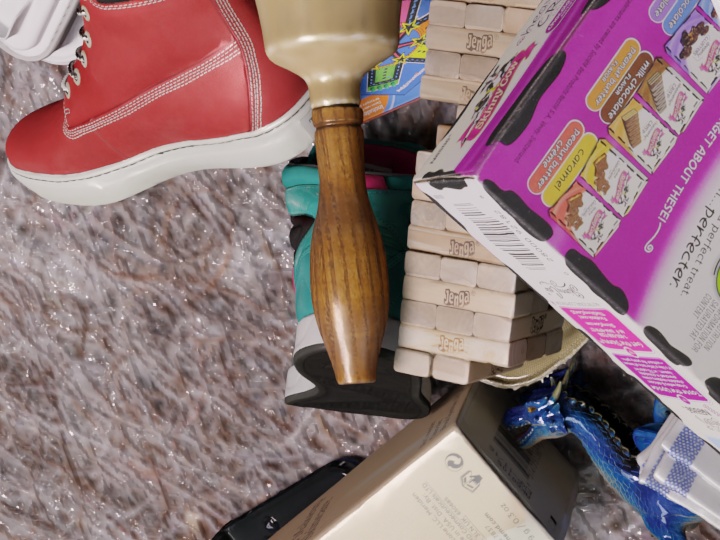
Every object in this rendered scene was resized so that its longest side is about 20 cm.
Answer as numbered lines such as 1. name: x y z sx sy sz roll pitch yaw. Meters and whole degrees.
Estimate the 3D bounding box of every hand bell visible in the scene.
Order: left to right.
1. hand bell: -0.010 -0.055 0.770 0.103 0.104 0.202 -5 86 32

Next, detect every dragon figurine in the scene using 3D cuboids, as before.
1. dragon figurine: 0.159 0.082 0.860 0.199 0.059 0.100 -7 114 35

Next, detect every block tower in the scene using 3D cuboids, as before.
1. block tower: 0.058 -0.057 0.773 0.054 0.058 0.202 10 100 29

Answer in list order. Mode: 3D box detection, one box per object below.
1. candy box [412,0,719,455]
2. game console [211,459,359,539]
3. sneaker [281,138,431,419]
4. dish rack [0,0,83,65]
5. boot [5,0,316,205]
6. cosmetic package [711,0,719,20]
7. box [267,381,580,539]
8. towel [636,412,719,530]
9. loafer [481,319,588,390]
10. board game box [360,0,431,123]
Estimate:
1. candy box: 0.137 -0.025 0.727 0.200 0.137 0.061 41 167 -17
2. game console: -0.021 0.233 1.016 0.170 0.118 0.200 -34 98 39
3. sneaker: 0.000 0.000 0.887 0.083 0.122 0.200 7 166 -1
4. dish rack: -0.194 -0.203 0.908 0.200 0.044 0.172 40 130 5
5. boot: -0.121 -0.108 0.873 0.199 0.073 0.145 -10 130 40
6. cosmetic package: 0.203 -0.123 0.622 0.122 0.200 0.201 -17 108 33
7. box: 0.006 0.147 0.927 0.200 0.095 0.078 -41 94 18
8. towel: 0.232 0.083 0.784 0.199 0.147 0.024 35 168 6
9. loafer: 0.091 -0.013 0.838 0.076 0.067 0.201 38 129 5
10. board game box: 0.038 -0.137 0.827 0.199 0.019 0.104 -20 104 37
